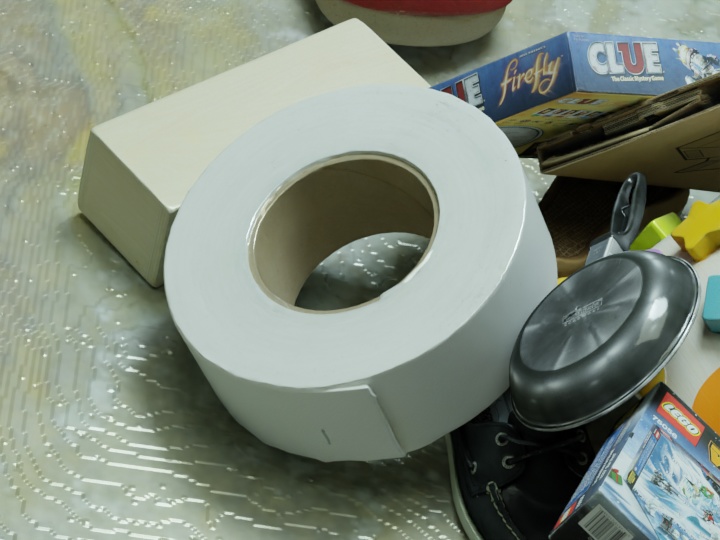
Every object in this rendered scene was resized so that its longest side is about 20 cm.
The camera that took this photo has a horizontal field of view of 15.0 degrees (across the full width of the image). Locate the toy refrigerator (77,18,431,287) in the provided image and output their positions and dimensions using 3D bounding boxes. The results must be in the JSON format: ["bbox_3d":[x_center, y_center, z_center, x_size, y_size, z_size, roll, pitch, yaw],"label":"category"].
[{"bbox_3d":[-0.059,-0.068,1.566,0.200,0.070,0.076,-27,59,-34],"label":"toy refrigerator"}]

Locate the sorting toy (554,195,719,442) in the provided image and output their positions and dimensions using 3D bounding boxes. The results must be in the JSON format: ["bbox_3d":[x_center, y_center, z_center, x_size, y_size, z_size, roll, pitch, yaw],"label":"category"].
[{"bbox_3d":[0.204,-0.002,1.420,0.107,0.180,0.200,43,3,-23],"label":"sorting toy"}]

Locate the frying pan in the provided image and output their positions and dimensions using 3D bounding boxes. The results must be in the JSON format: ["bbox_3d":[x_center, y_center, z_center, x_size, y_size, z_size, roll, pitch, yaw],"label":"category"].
[{"bbox_3d":[0.134,0.003,1.372,0.031,0.115,0.190,47,56,-25],"label":"frying pan"}]

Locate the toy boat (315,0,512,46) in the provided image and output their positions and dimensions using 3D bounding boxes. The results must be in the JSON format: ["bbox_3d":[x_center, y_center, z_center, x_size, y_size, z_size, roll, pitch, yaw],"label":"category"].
[{"bbox_3d":[0.031,-0.235,1.725,0.130,0.131,0.200,-1,43,-16],"label":"toy boat"}]

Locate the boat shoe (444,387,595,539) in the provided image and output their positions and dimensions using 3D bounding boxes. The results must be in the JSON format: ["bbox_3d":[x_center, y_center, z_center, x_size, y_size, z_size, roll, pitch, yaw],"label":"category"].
[{"bbox_3d":[0.087,0.087,1.433,0.074,0.066,0.200,1,43,-15],"label":"boat shoe"}]

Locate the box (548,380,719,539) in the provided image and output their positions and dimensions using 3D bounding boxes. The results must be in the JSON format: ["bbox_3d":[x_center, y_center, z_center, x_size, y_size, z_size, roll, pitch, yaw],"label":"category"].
[{"bbox_3d":[0.186,0.155,1.286,0.200,0.040,0.137,44,27,0],"label":"box"}]

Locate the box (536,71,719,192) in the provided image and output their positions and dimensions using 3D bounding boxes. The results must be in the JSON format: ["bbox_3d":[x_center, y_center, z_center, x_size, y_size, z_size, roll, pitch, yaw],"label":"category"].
[{"bbox_3d":[0.222,-0.079,1.521,0.200,0.163,0.021,4,72,-46],"label":"box"}]

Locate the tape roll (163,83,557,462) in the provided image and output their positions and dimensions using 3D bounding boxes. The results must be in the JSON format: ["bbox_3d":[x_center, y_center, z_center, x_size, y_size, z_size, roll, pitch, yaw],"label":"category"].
[{"bbox_3d":[0.000,0.000,1.439,0.202,0.071,0.203,-10,51,13],"label":"tape roll"}]

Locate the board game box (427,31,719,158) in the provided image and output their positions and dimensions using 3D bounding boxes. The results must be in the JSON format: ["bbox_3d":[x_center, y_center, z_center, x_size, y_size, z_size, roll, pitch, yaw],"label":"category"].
[{"bbox_3d":[0.145,-0.095,1.534,0.200,0.135,0.035,0,77,-40],"label":"board game box"}]

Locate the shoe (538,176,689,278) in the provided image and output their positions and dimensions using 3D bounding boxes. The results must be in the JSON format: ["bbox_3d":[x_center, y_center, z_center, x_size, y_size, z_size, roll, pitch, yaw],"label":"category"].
[{"bbox_3d":[0.131,-0.018,1.572,0.070,0.054,0.200,22,27,23],"label":"shoe"}]
